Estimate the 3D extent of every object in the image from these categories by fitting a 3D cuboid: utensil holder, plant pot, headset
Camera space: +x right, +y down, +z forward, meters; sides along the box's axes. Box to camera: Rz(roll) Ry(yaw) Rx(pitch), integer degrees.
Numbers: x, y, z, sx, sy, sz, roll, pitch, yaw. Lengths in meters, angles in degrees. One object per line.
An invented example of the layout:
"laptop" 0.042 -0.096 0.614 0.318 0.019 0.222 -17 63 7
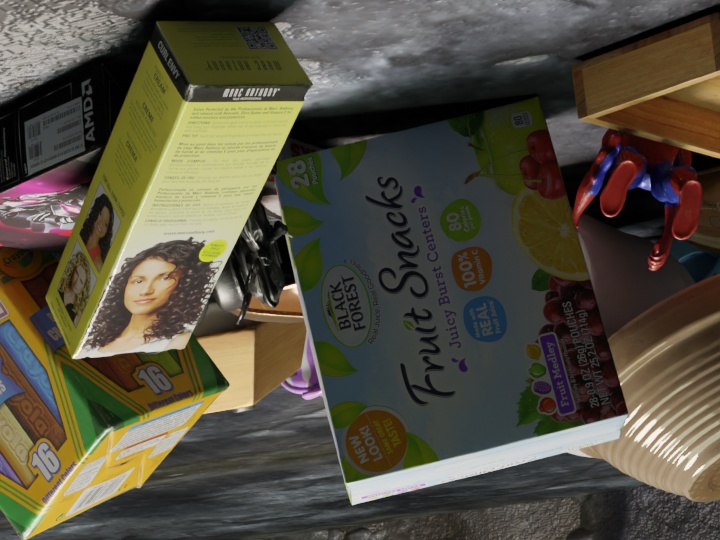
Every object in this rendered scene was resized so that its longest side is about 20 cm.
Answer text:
"utensil holder" 0.136 0.038 1.399 0.169 0.172 0.200 -12 164 27
"plant pot" 0.240 0.088 1.299 0.199 0.093 0.201 -21 151 -12
"headset" -0.101 -0.011 1.169 0.123 0.095 0.200 -24 -159 -26

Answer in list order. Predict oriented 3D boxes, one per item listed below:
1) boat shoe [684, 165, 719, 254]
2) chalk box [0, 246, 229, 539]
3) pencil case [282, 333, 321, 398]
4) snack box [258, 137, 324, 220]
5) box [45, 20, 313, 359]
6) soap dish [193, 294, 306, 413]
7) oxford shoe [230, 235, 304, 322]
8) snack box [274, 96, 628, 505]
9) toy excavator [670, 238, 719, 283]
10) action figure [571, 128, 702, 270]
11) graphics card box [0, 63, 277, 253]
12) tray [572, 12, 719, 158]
"boat shoe" 0.271 -0.058 1.276 0.199 0.072 0.076 2 134 52
"chalk box" -0.207 0.046 1.270 0.124 0.200 0.125 -47 164 33
"pencil case" 0.006 0.074 1.639 0.083 0.086 0.199 -16 163 32
"snack box" -0.022 -0.050 1.269 0.071 0.025 0.199 -16 163 32
"box" -0.099 -0.039 1.026 0.075 0.050 0.201 -5 139 -34
"soap dish" -0.127 0.060 1.456 0.156 0.082 0.200 -10 -175 11
"oxford shoe" 0.000 0.000 1.288 0.198 0.072 0.071 -4 162 2
"snack box" 0.050 0.018 1.150 0.167 0.202 0.068 -13 161 -1
"toy excavator" 0.232 0.019 1.523 0.195 0.200 0.100 -52 159 1
"action figure" 0.162 -0.034 1.172 0.065 0.100 0.200 20 -165 3
"graphics card box" -0.157 -0.059 1.125 0.199 0.051 0.125 -19 161 42
"tray" 0.222 -0.101 1.136 0.098 0.037 0.199 -17 163 40
